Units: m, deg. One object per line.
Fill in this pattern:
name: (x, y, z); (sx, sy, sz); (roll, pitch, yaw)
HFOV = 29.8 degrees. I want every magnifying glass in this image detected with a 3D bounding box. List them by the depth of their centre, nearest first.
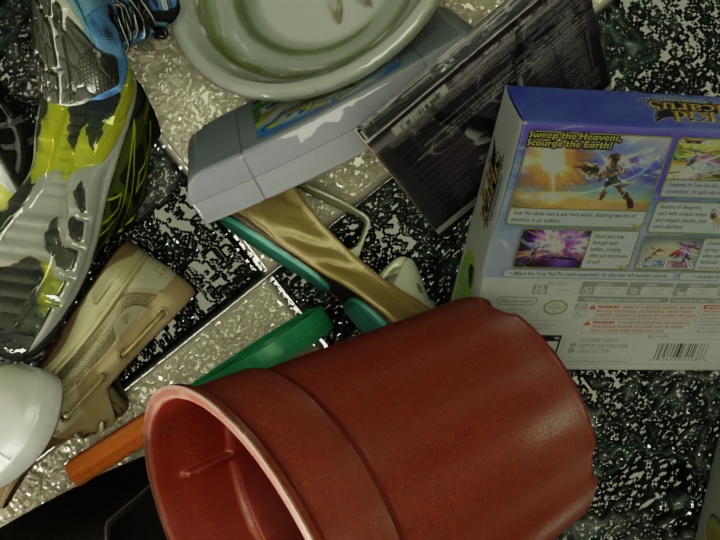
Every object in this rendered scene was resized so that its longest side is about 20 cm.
magnifying glass: (-0.105, 0.082, 0.879); (0.199, 0.080, 0.022); (-30, 94, 8)

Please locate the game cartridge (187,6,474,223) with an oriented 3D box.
game cartridge: (-0.016, -0.099, 0.830); (0.199, 0.133, 0.041); (-28, 113, 2)

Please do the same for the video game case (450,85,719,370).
video game case: (0.165, -0.020, 0.821); (0.199, 0.046, 0.182); (1, 128, -14)

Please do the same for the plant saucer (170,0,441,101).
plant saucer: (-0.024, -0.188, 0.839); (0.199, 0.050, 0.201); (-9, 66, 21)

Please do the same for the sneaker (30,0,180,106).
sneaker: (-0.150, -0.161, 0.801); (0.089, 0.200, 0.079); (-3, 123, -13)

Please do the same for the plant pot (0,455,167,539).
plant pot: (-0.175, 0.238, 0.840); (0.177, 0.200, 0.200); (-14, 96, 11)

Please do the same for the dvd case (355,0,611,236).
dvd case: (0.081, -0.096, 0.803); (0.149, 0.200, 0.016); (-40, 70, 3)

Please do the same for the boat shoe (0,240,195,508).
boat shoe: (-0.182, 0.079, 0.877); (0.064, 0.071, 0.200); (34, 97, -7)

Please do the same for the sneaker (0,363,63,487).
sneaker: (-0.268, 0.095, 0.824); (0.199, 0.085, 0.073); (-16, 61, 35)

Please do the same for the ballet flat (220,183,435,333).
ballet flat: (0.000, 0.000, 0.876); (0.200, 0.069, 0.063); (39, 78, -5)

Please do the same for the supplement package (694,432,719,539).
supplement package: (0.311, 0.152, 0.866); (0.155, 0.111, 0.201); (11, 95, -1)

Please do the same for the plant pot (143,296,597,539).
plant pot: (0.013, 0.117, 0.752); (0.195, 0.201, 0.202); (-25, 96, -29)

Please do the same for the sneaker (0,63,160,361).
sneaker: (-0.171, -0.035, 0.841); (0.074, 0.085, 0.201); (15, 79, 25)

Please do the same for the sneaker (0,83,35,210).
sneaker: (-0.287, -0.103, 0.865); (0.090, 0.078, 0.200); (-44, 89, 13)
